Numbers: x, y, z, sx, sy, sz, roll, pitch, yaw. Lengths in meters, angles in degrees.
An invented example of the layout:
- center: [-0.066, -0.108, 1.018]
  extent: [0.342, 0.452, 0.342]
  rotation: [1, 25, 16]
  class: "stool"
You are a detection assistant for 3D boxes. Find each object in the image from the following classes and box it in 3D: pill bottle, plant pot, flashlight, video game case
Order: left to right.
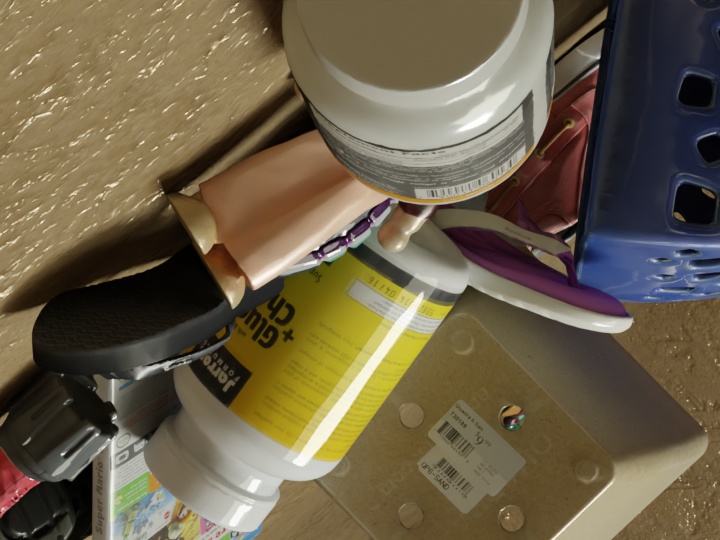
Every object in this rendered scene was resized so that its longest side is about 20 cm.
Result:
- center: [-0.218, 0.137, 1.418]
  extent: [0.200, 0.068, 0.068]
  rotation: [-41, 168, 13]
  class: "flashlight"
- center: [-0.107, 0.106, 1.546]
  extent: [0.143, 0.018, 0.200]
  rotation: [-31, 136, -44]
  class: "video game case"
- center: [-0.036, 0.047, 1.466]
  extent: [0.200, 0.112, 0.112]
  rotation: [-54, 167, 13]
  class: "pill bottle"
- center: [0.027, -0.101, 1.126]
  extent: [0.116, 0.116, 0.200]
  rotation: [-40, 170, -3]
  class: "pill bottle"
- center: [0.072, 0.111, 1.581]
  extent: [0.200, 0.200, 0.177]
  rotation: [-45, 175, 9]
  class: "plant pot"
- center: [0.229, -0.080, 1.554]
  extent: [0.200, 0.180, 0.200]
  rotation: [82, 17, -80]
  class: "plant pot"

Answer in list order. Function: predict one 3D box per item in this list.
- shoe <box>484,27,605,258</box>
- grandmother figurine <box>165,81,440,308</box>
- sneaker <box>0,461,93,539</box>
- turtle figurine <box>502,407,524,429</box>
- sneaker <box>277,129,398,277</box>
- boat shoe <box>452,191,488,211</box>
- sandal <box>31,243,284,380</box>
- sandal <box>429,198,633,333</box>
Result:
- center: [0.142, -0.083, 1.715]
  extent: [0.200, 0.091, 0.071]
  rotation: [-39, 170, -6]
  class: "shoe"
- center: [0.007, -0.056, 1.297]
  extent: [0.200, 0.061, 0.121]
  rotation: [-31, 140, -5]
  class: "grandmother figurine"
- center: [-0.180, 0.129, 1.567]
  extent: [0.079, 0.075, 0.200]
  rotation: [-28, 175, 41]
  class: "sneaker"
- center: [0.185, 0.156, 2.945]
  extent: [0.200, 0.101, 0.150]
  rotation: [-17, 145, -28]
  class: "turtle figurine"
- center: [0.002, -0.076, 1.356]
  extent: [0.200, 0.074, 0.088]
  rotation: [-33, 139, -19]
  class: "sneaker"
- center: [0.000, 0.000, 1.634]
  extent: [0.200, 0.072, 0.066]
  rotation: [-54, -154, -8]
  class: "boat shoe"
- center: [-0.096, 0.027, 1.330]
  extent: [0.200, 0.076, 0.043]
  rotation: [-24, 122, -59]
  class: "sandal"
- center: [0.076, -0.021, 1.514]
  extent: [0.082, 0.203, 0.050]
  rotation: [-1, 115, -52]
  class: "sandal"
